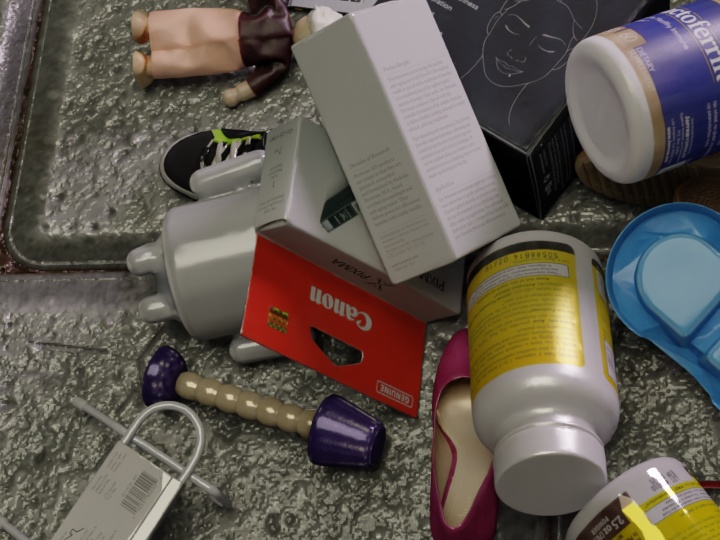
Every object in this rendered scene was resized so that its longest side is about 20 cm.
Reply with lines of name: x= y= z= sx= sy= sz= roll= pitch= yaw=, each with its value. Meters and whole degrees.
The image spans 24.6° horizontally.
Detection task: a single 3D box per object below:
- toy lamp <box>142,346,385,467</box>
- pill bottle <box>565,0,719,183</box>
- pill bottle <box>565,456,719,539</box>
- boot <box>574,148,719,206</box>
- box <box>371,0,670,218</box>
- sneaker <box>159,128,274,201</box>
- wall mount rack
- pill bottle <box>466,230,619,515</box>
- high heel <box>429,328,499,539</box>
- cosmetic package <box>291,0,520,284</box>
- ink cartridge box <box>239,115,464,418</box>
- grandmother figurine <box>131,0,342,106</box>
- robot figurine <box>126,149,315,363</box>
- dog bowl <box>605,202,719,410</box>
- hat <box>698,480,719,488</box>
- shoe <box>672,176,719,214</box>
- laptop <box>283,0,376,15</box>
toy lamp: x=-0.077 y=0.112 z=1.317 sx=0.199 sy=0.058 sz=0.059 roll=13 pitch=67 yaw=19
pill bottle: x=0.268 y=-0.150 z=1.268 sx=0.199 sy=0.116 sz=0.116 roll=-20 pitch=60 yaw=-16
pill bottle: x=0.241 y=0.238 z=1.164 sx=0.109 sy=0.109 sz=0.200 roll=-34 pitch=62 yaw=-6
boot: x=0.279 y=-0.140 z=1.380 sx=0.198 sy=0.073 sz=0.167 roll=-3 pitch=53 yaw=10
box: x=0.126 y=-0.188 z=1.393 sx=0.199 sy=0.124 sz=0.197 roll=33 pitch=77 yaw=24
sneaker: x=-0.082 y=-0.102 z=1.417 sx=0.198 sy=0.083 sz=0.072 roll=3 pitch=64 yaw=14
wall mount rack: x=-0.205 y=0.186 z=1.306 sx=0.173 sy=0.075 sz=0.201 roll=30 pitch=78 yaw=20
pill bottle: x=0.137 y=0.078 z=1.243 sx=0.110 sy=0.112 sz=0.201 roll=-7 pitch=48 yaw=9
high heel: x=0.078 y=0.125 z=1.263 sx=0.067 sy=0.096 sz=0.201 roll=1 pitch=64 yaw=13
cosmetic package: x=0.036 y=-0.103 z=1.281 sx=0.071 sy=0.101 sz=0.201 roll=-21 pitch=92 yaw=40
ink cartridge box: x=0.000 y=0.000 z=1.291 sx=0.043 sy=0.199 sz=0.175 roll=-19 pitch=55 yaw=41
grandmother figurine: x=-0.105 y=-0.211 z=1.491 sx=0.198 sy=0.061 sz=0.122 roll=0 pitch=104 yaw=7
robot figurine: x=-0.088 y=-0.010 z=1.355 sx=0.198 sy=0.113 sz=0.171 roll=-12 pitch=99 yaw=6
dog bowl: x=0.279 y=0.036 z=1.265 sx=0.200 sy=0.050 sz=0.112 roll=43 pitch=93 yaw=13
hat: x=0.381 y=0.151 z=1.231 sx=0.199 sy=0.176 sz=0.166 roll=36 pitch=69 yaw=-14
shoe: x=0.346 y=-0.028 z=1.313 sx=0.199 sy=0.054 sz=0.070 roll=13 pitch=47 yaw=14
laptop: x=-0.029 y=-0.345 z=1.508 sx=0.199 sy=0.116 sz=0.188 roll=10 pitch=67 yaw=16
